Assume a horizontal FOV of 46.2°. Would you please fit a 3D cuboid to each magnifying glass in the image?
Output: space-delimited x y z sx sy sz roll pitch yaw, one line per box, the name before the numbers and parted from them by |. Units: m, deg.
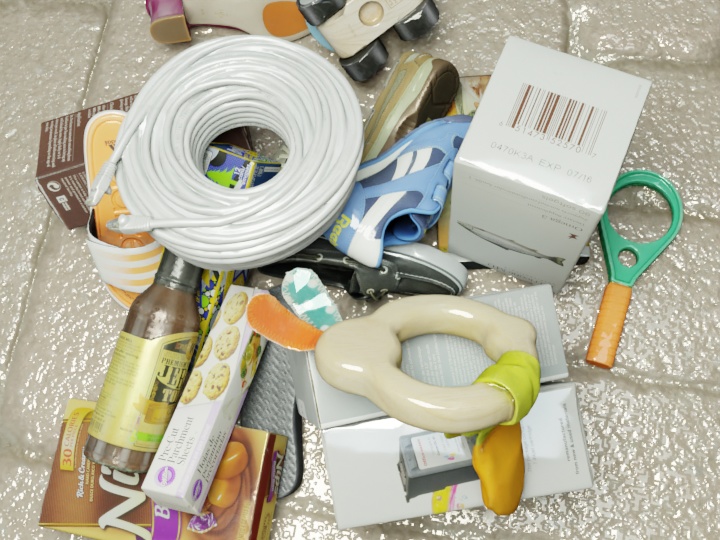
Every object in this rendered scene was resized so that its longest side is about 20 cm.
magnifying glass | 0.252 -0.004 0.803 0.079 0.022 0.200 17 76 10

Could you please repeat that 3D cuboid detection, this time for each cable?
cable | -0.096 -0.095 0.684 0.199 0.069 0.200 13 69 9

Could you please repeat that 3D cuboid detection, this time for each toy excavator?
toy excavator | 0.021 -0.321 0.876 0.194 0.100 0.200 -35 37 14

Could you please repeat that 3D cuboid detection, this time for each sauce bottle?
sauce bottle | -0.173 0.066 0.709 0.065 0.065 0.201 16 87 10

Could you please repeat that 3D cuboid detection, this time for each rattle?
rattle | 0.022 0.086 0.606 0.199 0.143 0.130 4 51 6

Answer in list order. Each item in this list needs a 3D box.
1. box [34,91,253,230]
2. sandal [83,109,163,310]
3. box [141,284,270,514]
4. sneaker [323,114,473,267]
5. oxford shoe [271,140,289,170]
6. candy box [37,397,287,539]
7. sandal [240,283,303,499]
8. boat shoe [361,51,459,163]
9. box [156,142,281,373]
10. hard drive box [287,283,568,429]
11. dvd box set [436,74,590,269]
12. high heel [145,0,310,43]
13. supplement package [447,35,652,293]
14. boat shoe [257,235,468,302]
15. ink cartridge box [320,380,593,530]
box | -0.210 -0.123 0.837 0.199 0.075 0.100 -18 45 1
sandal | -0.219 -0.040 0.778 0.079 0.059 0.207 -8 116 -3
box | -0.123 0.104 0.719 0.041 0.039 0.200 8 56 18
sneaker | 0.048 -0.070 0.760 0.200 0.074 0.082 -36 69 -26
oxford shoe | -0.061 -0.100 0.842 0.075 0.058 0.200 27 76 14
candy box | -0.175 0.187 0.750 0.199 0.056 0.117 6 78 16
sandal | -0.079 0.110 0.793 0.076 0.043 0.201 5 83 14
boat shoe | 0.019 -0.124 0.836 0.076 0.072 0.200 31 88 34
box | -0.139 -0.014 0.775 0.064 0.070 0.201 21 101 12
hard drive box | 0.046 0.069 0.705 0.199 0.156 0.077 -10 87 -10
dvd box set | 0.144 -0.101 0.837 0.146 0.029 0.201 -2 73 4
high heel | -0.131 -0.292 0.912 0.199 0.067 0.096 -11 50 -1
supplement package | 0.147 -0.078 0.706 0.117 0.200 0.118 21 75 11
boat shoe | 0.000 0.000 0.785 0.199 0.069 0.057 15 66 -4
ink cartridge box | 0.076 0.147 0.704 0.199 0.148 0.086 -11 84 2
